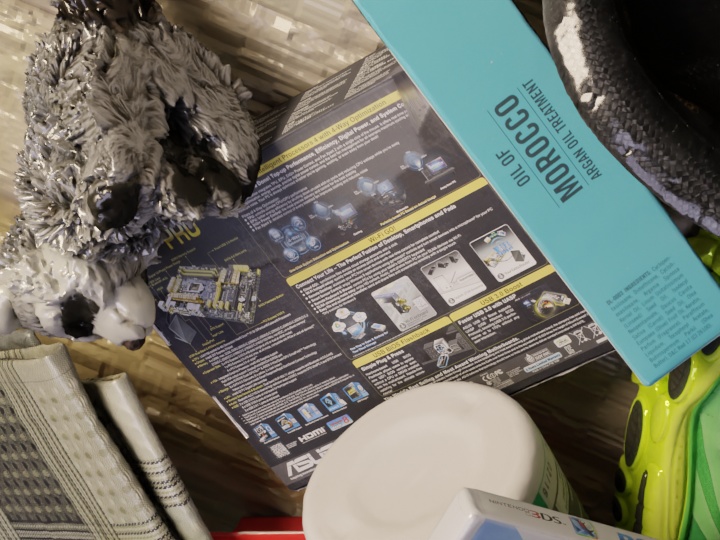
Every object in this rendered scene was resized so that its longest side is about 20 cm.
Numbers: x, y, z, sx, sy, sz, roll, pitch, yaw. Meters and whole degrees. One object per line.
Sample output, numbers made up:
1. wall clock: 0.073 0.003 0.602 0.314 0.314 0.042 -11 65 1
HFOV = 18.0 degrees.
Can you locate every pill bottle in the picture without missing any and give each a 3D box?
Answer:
1. pill bottle: 0.064 0.154 1.024 0.113 0.113 0.200 -11 131 26

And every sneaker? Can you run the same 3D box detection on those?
1. sneaker: 0.165 0.058 0.997 0.083 0.074 0.201 -1 125 -15

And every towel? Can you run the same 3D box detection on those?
1. towel: -0.140 0.115 1.119 0.192 0.035 0.200 -6 119 53

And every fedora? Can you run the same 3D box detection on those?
1. fedora: 0.155 -0.082 0.857 0.200 0.201 0.092 31 163 -4

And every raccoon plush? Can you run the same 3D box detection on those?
1. raccoon plush: -0.123 -0.065 0.980 0.134 0.097 0.201 -31 66 41

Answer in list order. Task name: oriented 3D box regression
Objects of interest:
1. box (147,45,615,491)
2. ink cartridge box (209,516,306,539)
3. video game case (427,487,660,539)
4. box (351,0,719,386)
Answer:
1. box: 0.000 0.000 1.017 0.200 0.049 0.161 -27 114 33
2. ink cartridge box: -0.003 0.188 1.142 0.116 0.067 0.201 -3 124 24
3. video game case: 0.075 0.191 0.968 0.182 0.022 0.200 18 118 -25
4. box: 0.068 -0.053 0.894 0.049 0.082 0.200 -37 110 5
